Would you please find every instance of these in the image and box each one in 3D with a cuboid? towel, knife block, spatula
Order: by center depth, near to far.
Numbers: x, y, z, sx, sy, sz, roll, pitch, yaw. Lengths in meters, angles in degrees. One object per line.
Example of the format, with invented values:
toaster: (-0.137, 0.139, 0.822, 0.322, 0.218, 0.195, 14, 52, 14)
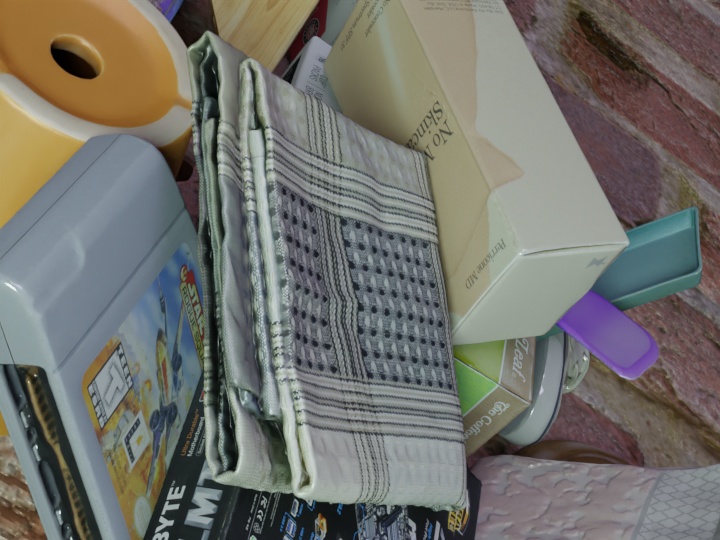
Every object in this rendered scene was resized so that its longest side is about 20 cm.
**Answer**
towel: (-0.006, 0.010, 0.584, 0.199, 0.034, 0.195, 20, 61, -57)
towel: (0.119, 0.164, 0.722, 0.200, 0.189, 0.033, -44, 124, -56)
spatula: (0.107, -0.017, 0.785, 0.056, 0.021, 0.201, -26, 75, -48)
knife block: (-0.030, -0.231, 0.914, 0.173, 0.064, 0.203, -12, 93, -6)

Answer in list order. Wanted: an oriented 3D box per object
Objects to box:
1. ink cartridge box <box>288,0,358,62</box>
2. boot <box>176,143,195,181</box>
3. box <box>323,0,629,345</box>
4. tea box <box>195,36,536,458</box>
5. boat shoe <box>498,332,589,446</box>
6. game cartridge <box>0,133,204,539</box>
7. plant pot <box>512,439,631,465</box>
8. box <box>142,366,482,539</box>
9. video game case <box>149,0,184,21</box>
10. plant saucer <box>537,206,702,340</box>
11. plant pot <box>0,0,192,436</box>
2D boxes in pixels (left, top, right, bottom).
ink cartridge box: (0.032, -0.142, 0.955, 0.083, 0.145, 0.202, 12, 47, -37)
boot: (-0.184, -0.148, 0.804, 0.198, 0.070, 0.148, 20, 56, -14)
box: (0.059, -0.068, 0.722, 0.077, 0.095, 0.202, -4, 57, -32)
tea box: (0.000, 0.000, 0.797, 0.195, 0.134, 0.201, 32, 39, -14)
boat shoe: (0.136, 0.054, 0.930, 0.069, 0.071, 0.201, 32, 34, -18)
game cartridge: (-0.098, 0.052, 0.554, 0.041, 0.202, 0.134, 4, 34, 22)
plant pot: (0.173, 0.196, 0.859, 0.198, 0.027, 0.202, 26, 40, -24)
box: (-0.013, 0.131, 0.601, 0.199, 0.049, 0.202, 54, 36, -37)
video game case: (-0.196, -0.262, 0.939, 0.180, 0.045, 0.201, 34, 38, -13)
plant saucer: (0.139, 0.016, 0.873, 0.019, 0.198, 0.070, 52, 31, -29)
plant pot: (-0.176, -0.051, 0.641, 0.198, 0.183, 0.202, 24, 41, -23)
